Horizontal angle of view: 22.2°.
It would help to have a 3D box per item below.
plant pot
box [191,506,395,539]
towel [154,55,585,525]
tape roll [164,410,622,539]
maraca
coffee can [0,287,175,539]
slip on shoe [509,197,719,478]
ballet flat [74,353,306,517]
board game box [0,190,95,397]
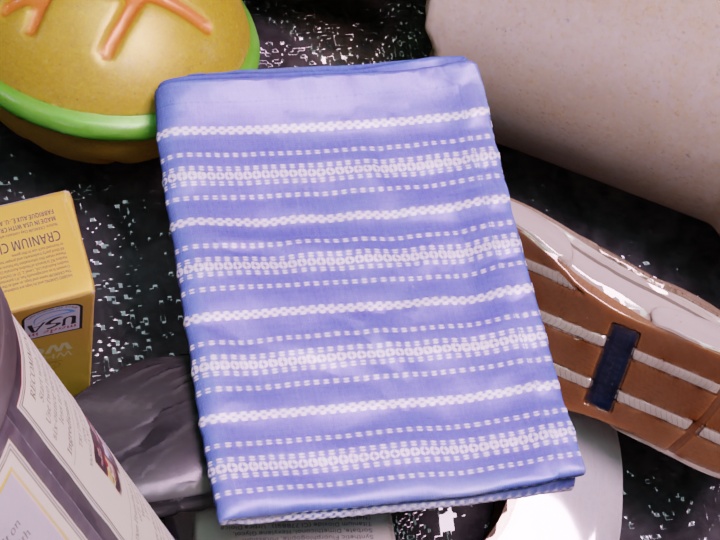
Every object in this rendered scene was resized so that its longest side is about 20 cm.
[{"bbox_3d":[0.129,-0.115,0.829,0.182,0.201,0.201,14,65,9],"label":"plant pot"},{"bbox_3d":[-0.017,0.181,0.655,0.082,0.069,0.201,0,45,-8],"label":"box"},{"bbox_3d":[0.000,0.000,0.721,0.144,0.024,0.201,-4,59,-14],"label":"towel"},{"bbox_3d":[0.014,0.087,0.795,0.202,0.037,0.204,3,66,-7],"label":"tape roll"},{"bbox_3d":[-0.127,-0.121,0.826,0.137,0.107,0.200,-16,46,-30],"label":"maraca"},{"bbox_3d":[-0.132,0.104,0.570,0.146,0.200,0.147,-13,45,14],"label":"coffee can"},{"bbox_3d":[0.100,0.022,0.788,0.199,0.061,0.076,25,110,14],"label":"slip on shoe"},{"bbox_3d":[-0.042,0.061,0.724,0.199,0.057,0.067,-17,61,-28],"label":"ballet flat"},{"bbox_3d":[-0.179,0.045,0.692,0.152,0.200,0.041,-14,71,-14],"label":"board game box"}]
